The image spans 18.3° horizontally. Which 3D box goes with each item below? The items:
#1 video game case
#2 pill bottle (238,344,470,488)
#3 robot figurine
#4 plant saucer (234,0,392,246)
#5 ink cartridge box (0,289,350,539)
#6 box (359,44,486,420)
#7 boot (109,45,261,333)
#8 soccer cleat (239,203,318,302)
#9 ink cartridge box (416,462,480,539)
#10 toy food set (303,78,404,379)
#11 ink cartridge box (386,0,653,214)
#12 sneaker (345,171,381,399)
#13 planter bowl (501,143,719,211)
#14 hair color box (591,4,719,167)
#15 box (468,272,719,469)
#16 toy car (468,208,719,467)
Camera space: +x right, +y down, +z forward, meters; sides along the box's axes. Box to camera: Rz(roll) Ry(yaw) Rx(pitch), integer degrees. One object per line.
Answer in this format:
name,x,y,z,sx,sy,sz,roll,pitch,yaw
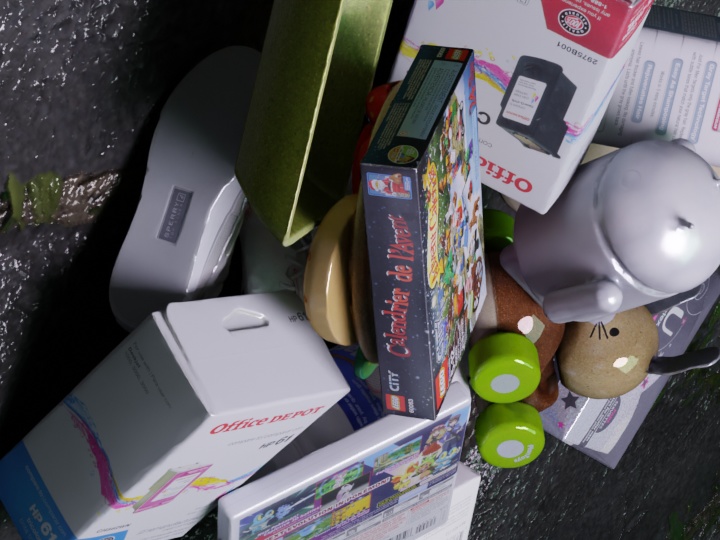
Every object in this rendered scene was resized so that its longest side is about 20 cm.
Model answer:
video game case,-0.015,0.174,1.622,0.199,0.023,0.183,-25,150,-20
pill bottle,-0.018,0.119,1.692,0.200,0.112,0.112,-26,136,-42
robot figurine,0.192,-0.029,1.639,0.113,0.200,0.170,41,57,-20
plant saucer,-0.028,-0.127,1.404,0.200,0.048,0.201,-40,144,-78
ink cartridge box,-0.126,0.105,1.473,0.144,0.085,0.200,-8,151,-52
box,0.044,-0.024,1.435,0.137,0.038,0.201,-65,156,-48
boot,-0.107,-0.048,1.481,0.096,0.073,0.201,50,65,-81
soccer cleat,-0.053,0.005,1.560,0.068,0.085,0.201,-8,128,-26
ink cartridge box,0.012,0.259,1.879,0.146,0.083,0.201,-24,134,-44
toy food set,0.018,-0.029,1.501,0.198,0.048,0.201,55,43,-67
ink cartridge box,0.109,-0.158,1.552,0.083,0.145,0.200,-54,168,-45
sneaker,0.000,0.000,1.625,0.088,0.081,0.201,-12,96,-34
planter bowl,0.224,-0.108,1.823,0.200,0.135,0.201,-35,142,-33
hair color box,0.201,-0.149,1.694,0.061,0.199,0.099,-77,178,-64
box,0.210,0.053,1.956,0.200,0.115,0.132,-60,149,0
toy car,0.182,0.046,1.779,0.199,0.165,0.158,-6,136,2
